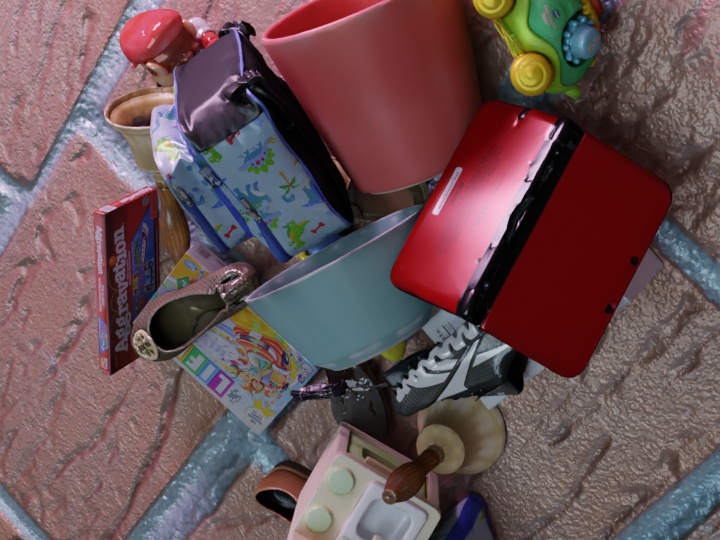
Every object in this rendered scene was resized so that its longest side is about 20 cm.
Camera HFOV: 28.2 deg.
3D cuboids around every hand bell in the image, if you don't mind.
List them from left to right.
[{"bbox_3d":[-0.220,-0.094,1.620,0.103,0.104,0.202,12,126,26],"label":"hand bell"},{"bbox_3d":[0.071,0.198,1.483,0.103,0.200,0.105,7,107,23],"label":"hand bell"}]

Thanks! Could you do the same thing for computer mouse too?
[{"bbox_3d":[0.016,0.113,1.551,0.198,0.059,0.034,-11,88,12],"label":"computer mouse"}]

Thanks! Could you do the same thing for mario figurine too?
[{"bbox_3d":[-0.170,-0.198,1.526,0.199,0.124,0.106,35,106,-3],"label":"mario figurine"}]

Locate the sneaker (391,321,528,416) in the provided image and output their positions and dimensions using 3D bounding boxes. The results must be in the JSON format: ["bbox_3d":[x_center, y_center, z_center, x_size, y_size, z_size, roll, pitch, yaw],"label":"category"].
[{"bbox_3d":[0.109,0.096,1.373,0.091,0.066,0.200,49,122,7],"label":"sneaker"}]

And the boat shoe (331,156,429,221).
[{"bbox_3d":[-0.025,-0.085,1.516,0.198,0.066,0.075,11,114,26],"label":"boat shoe"}]

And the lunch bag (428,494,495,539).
[{"bbox_3d":[0.086,0.365,1.559,0.126,0.170,0.202,15,115,14],"label":"lunch bag"}]

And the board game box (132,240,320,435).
[{"bbox_3d":[-0.151,0.080,1.655,0.200,0.034,0.135,41,125,-1],"label":"board game box"}]

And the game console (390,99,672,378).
[{"bbox_3d":[0.153,-0.032,1.310,0.172,0.118,0.201,23,82,49],"label":"game console"}]

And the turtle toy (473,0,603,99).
[{"bbox_3d":[0.161,-0.251,1.312,0.100,0.146,0.201,-25,96,13],"label":"turtle toy"}]

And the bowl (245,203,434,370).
[{"bbox_3d":[-0.003,0.026,1.417,0.200,0.201,0.106,-23,98,34],"label":"bowl"}]

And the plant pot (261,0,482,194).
[{"bbox_3d":[0.027,-0.184,1.386,0.199,0.201,0.178,-11,113,33],"label":"plant pot"}]

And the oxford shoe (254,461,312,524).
[{"bbox_3d":[-0.033,0.287,1.664,0.198,0.071,0.072,15,114,23],"label":"oxford shoe"}]

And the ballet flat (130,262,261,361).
[{"bbox_3d":[-0.191,0.051,1.599,0.199,0.046,0.068,-28,103,32],"label":"ballet flat"}]

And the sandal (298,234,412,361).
[{"bbox_3d":[0.000,0.000,1.540,0.087,0.079,0.200,-44,79,5],"label":"sandal"}]

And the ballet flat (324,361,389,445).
[{"bbox_3d":[-0.017,0.106,1.604,0.067,0.046,0.201,-19,104,20],"label":"ballet flat"}]

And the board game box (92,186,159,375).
[{"bbox_3d":[-0.271,0.012,1.676,0.019,0.103,0.202,14,115,26],"label":"board game box"}]

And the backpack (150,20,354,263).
[{"bbox_3d":[-0.108,-0.106,1.399,0.146,0.183,0.200,-33,121,9],"label":"backpack"}]

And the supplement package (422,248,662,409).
[{"bbox_3d":[0.177,0.025,1.414,0.114,0.109,0.200,51,125,4],"label":"supplement package"}]

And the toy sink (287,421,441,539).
[{"bbox_3d":[0.007,0.256,1.517,0.130,0.200,0.113,30,100,-2],"label":"toy sink"}]
